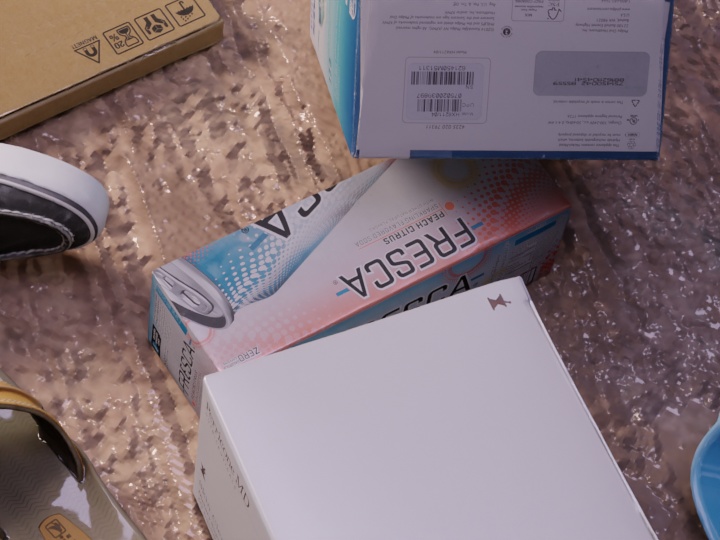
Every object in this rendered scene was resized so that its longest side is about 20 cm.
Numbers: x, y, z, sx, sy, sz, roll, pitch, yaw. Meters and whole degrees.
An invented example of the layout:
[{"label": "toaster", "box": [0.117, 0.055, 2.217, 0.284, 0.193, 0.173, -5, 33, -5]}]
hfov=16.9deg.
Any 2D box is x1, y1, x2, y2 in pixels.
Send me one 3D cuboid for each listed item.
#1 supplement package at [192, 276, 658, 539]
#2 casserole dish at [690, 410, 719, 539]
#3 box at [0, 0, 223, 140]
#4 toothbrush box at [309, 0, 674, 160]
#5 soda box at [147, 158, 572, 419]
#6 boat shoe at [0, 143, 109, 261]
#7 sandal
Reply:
[{"label": "supplement package", "box": [0.034, 0.130, 1.048, 0.155, 0.111, 0.200, -17, 61, -17]}, {"label": "casserole dish", "box": [0.231, 0.127, 1.087, 0.121, 0.039, 0.200, -39, 60, 21]}, {"label": "box", "box": [-0.196, -0.142, 1.244, 0.200, 0.021, 0.164, -27, 65, -21]}, {"label": "toothbrush box", "box": [0.056, -0.123, 1.170, 0.146, 0.086, 0.200, 0, 22, -8]}, {"label": "soda box", "box": [0.000, 0.000, 1.155, 0.200, 0.064, 0.068, -26, 64, -22]}, {"label": "boat shoe", "box": [-0.219, -0.018, 1.139, 0.199, 0.071, 0.064, 2, 56, 3]}, {"label": "sandal", "box": [-0.163, 0.087, 1.083, 0.200, 0.054, 0.080, 41, 62, 18]}]
